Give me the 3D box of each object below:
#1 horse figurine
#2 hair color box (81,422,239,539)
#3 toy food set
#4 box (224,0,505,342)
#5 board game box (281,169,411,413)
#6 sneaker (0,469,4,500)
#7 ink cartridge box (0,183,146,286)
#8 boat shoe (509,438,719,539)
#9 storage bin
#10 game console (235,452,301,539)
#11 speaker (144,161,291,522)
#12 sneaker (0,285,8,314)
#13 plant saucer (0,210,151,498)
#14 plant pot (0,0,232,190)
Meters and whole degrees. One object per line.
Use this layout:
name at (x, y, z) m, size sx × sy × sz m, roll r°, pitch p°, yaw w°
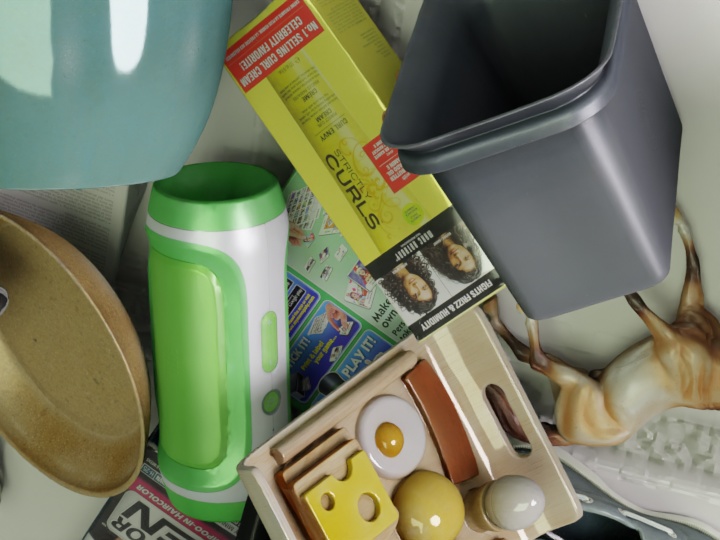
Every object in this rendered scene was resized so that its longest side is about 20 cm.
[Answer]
horse figurine at (0.151, 0.053, 1.187) m, size 0.199 × 0.050 × 0.133 m, roll -28°, pitch 99°, yaw 25°
hair color box at (-0.134, 0.193, 1.329) m, size 0.100 × 0.061 × 0.201 m, roll 34°, pitch 120°, yaw -1°
toy food set at (0.032, 0.125, 1.123) m, size 0.060 × 0.200 × 0.144 m, roll -20°, pitch 101°, yaw 47°
box at (0.009, -0.065, 1.131) m, size 0.075 × 0.050 × 0.201 m, roll -33°, pitch 92°, yaw 31°
board game box at (0.000, 0.000, 1.216) m, size 0.134 × 0.029 × 0.200 m, roll 36°, pitch 119°, yaw -1°
sneaker at (-0.324, 0.161, 1.358) m, size 0.145 × 0.077 × 0.203 m, roll 29°, pitch 118°, yaw 4°
ink cartridge box at (-0.214, -0.051, 1.255) m, size 0.160 × 0.050 × 0.201 m, roll 21°, pitch 137°, yaw 6°
boat shoe at (0.161, 0.176, 1.235) m, size 0.199 × 0.062 × 0.073 m, roll 32°, pitch 118°, yaw -1°
storage bin at (0.097, -0.073, 1.068) m, size 0.145 × 0.201 × 0.135 m, roll -18°, pitch 118°, yaw 23°
game console at (-0.074, 0.178, 1.213) m, size 0.116 × 0.200 × 0.177 m, roll 15°, pitch 89°, yaw 24°
speaker at (-0.081, 0.043, 1.194) m, size 0.088 × 0.089 × 0.202 m, roll 5°, pitch 113°, yaw 14°
sneaker at (-0.257, -0.014, 1.175) m, size 0.115 × 0.075 × 0.201 m, roll 26°, pitch 153°, yaw 24°
plant saucer at (-0.189, 0.043, 1.235) m, size 0.199 × 0.035 × 0.201 m, roll 29°, pitch 136°, yaw 32°
plant pot at (-0.159, -0.129, 1.083) m, size 0.199 × 0.201 × 0.162 m, roll 1°, pitch 101°, yaw 15°
